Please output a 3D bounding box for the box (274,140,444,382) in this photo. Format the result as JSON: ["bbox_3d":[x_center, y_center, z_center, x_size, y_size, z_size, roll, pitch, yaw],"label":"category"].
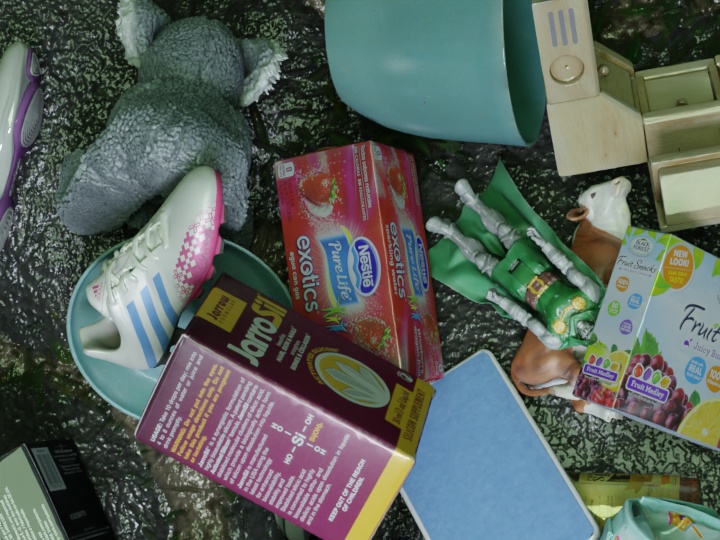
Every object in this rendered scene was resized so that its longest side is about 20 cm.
[{"bbox_3d":[0.000,0.000,1.416,0.094,0.099,0.203,-10,84,23],"label":"box"}]

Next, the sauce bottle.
[{"bbox_3d":[0.185,0.200,1.408,0.197,0.066,0.067,1,85,10],"label":"sauce bottle"}]

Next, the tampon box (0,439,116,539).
[{"bbox_3d":[-0.322,0.243,1.412,0.198,0.150,0.127,-26,84,3],"label":"tampon box"}]

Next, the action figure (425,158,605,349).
[{"bbox_3d":[0.138,0.003,1.397,0.200,0.054,0.119,43,102,35],"label":"action figure"}]

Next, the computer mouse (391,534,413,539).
[{"bbox_3d":[0.053,0.328,1.367,0.052,0.139,0.201,-26,106,24],"label":"computer mouse"}]

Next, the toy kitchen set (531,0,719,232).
[{"bbox_3d":[0.245,-0.153,1.342,0.197,0.182,0.164,-9,41,9],"label":"toy kitchen set"}]

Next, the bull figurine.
[{"bbox_3d":[0.201,0.025,1.414,0.121,0.065,0.202,31,97,40],"label":"bull figurine"}]

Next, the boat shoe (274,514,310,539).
[{"bbox_3d":[-0.076,0.134,1.422,0.064,0.074,0.203,-2,105,13],"label":"boat shoe"}]

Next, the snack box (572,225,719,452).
[{"bbox_3d":[0.271,0.063,1.358,0.053,0.199,0.144,14,84,50],"label":"snack box"}]

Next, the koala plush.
[{"bbox_3d":[-0.148,-0.134,1.429,0.175,0.184,0.202,18,62,-8],"label":"koala plush"}]

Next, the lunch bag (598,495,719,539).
[{"bbox_3d":[0.258,0.286,1.337,0.199,0.122,0.171,31,126,6],"label":"lunch bag"}]

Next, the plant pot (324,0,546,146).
[{"bbox_3d":[0.062,-0.203,1.396,0.159,0.200,0.203,0,85,17],"label":"plant pot"}]

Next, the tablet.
[{"bbox_3d":[0.100,0.174,1.406,0.129,0.014,0.201,-33,59,4],"label":"tablet"}]

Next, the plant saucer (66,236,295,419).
[{"bbox_3d":[-0.149,0.045,1.430,0.197,0.036,0.202,0,122,0],"label":"plant saucer"}]

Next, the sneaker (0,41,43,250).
[{"bbox_3d":[-0.341,-0.110,1.481,0.098,0.075,0.202,17,87,6],"label":"sneaker"}]

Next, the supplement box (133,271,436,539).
[{"bbox_3d":[-0.055,0.109,1.301,0.198,0.131,0.104,28,114,-2],"label":"supplement box"}]

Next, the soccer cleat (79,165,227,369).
[{"bbox_3d":[-0.167,0.002,1.333,0.085,0.070,0.201,8,127,-24],"label":"soccer cleat"}]
